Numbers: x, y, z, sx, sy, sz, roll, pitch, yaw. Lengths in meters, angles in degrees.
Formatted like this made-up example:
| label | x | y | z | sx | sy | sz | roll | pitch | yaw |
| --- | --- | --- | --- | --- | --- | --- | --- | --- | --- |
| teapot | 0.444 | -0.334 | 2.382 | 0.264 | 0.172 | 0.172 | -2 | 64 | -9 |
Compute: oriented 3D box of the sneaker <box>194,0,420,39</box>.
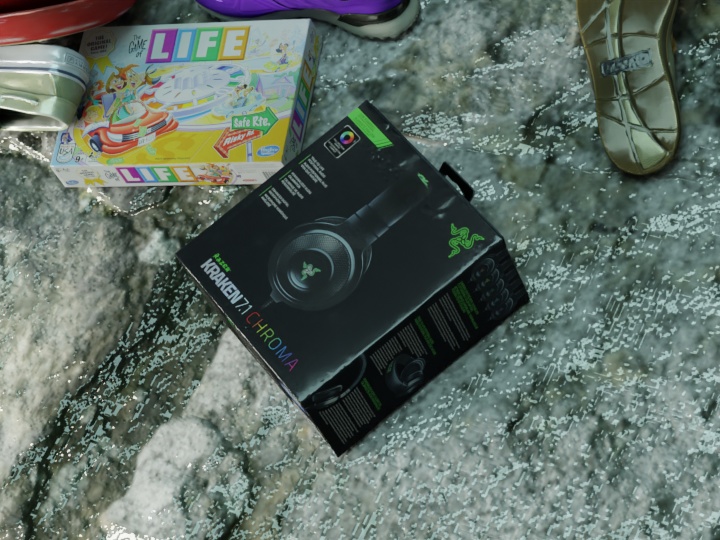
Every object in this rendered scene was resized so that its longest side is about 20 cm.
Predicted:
| label | x | y | z | sx | sy | sz | roll | pitch | yaw |
| --- | --- | --- | --- | --- | --- | --- | --- | --- | --- |
| sneaker | -0.055 | -0.246 | 1.879 | 0.199 | 0.100 | 0.070 | 7 | 62 | 23 |

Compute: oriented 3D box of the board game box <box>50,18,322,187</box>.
| label | x | y | z | sx | sy | sz | roll | pitch | yaw |
| --- | --- | --- | --- | --- | --- | --- | --- | --- | --- |
| board game box | -0.138 | -0.133 | 1.884 | 0.199 | 0.034 | 0.135 | -1 | 61 | 19 |

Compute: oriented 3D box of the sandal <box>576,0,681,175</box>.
| label | x | y | z | sx | sy | sz | roll | pitch | yaw |
| --- | --- | --- | --- | --- | --- | --- | --- | --- | --- |
| sandal | 0.209 | -0.163 | 1.773 | 0.080 | 0.054 | 0.201 | -9 | 73 | 21 |

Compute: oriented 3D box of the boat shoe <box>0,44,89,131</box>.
| label | x | y | z | sx | sy | sz | roll | pitch | yaw |
| --- | --- | --- | --- | --- | --- | --- | --- | --- | --- |
| boat shoe | -0.308 | -0.142 | 1.913 | 0.199 | 0.072 | 0.062 | -4 | 63 | 35 |

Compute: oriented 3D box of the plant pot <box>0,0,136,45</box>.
| label | x | y | z | sx | sy | sz | roll | pitch | yaw |
| --- | --- | --- | --- | --- | --- | --- | --- | --- | --- |
| plant pot | -0.275 | -0.285 | 1.908 | 0.200 | 0.183 | 0.201 | -8 | 18 | 3 |

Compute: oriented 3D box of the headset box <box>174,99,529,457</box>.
| label | x | y | z | sx | sy | sz | roll | pitch | yaw |
| --- | --- | --- | --- | --- | --- | --- | --- | --- | --- |
| headset box | 0.000 | 0.000 | 1.723 | 0.200 | 0.093 | 0.174 | -38 | 57 | -5 |
